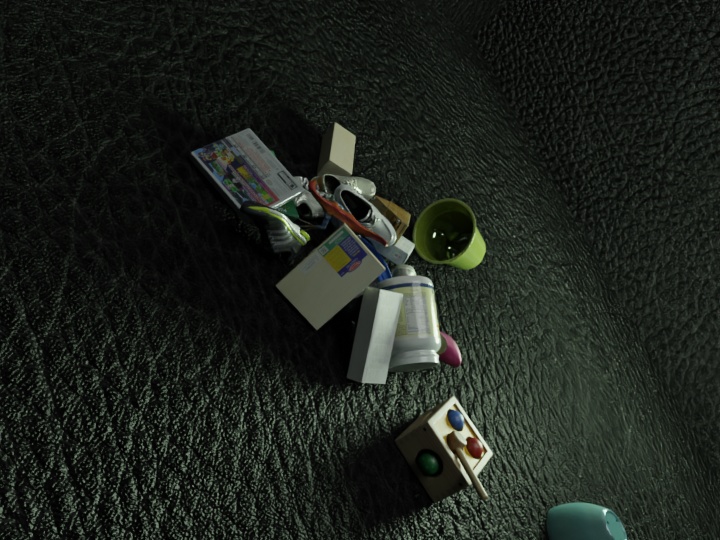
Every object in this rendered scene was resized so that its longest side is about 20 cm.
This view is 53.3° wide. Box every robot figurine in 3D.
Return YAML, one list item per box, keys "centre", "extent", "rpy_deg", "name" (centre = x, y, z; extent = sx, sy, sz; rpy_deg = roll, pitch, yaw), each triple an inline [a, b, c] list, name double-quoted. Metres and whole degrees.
- centre: [-0.040, 0.031, 1.596]
  extent: [0.200, 0.125, 0.150]
  rpy_deg: [46, 26, -12]
  name: "robot figurine"

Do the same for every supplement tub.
- centre: [0.108, 0.124, 1.657]
  extent: [0.145, 0.145, 0.201]
  rpy_deg: [12, 66, -49]
  name: "supplement tub"

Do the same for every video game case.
- centre: [-0.249, -0.213, 1.590]
  extent: [0.200, 0.023, 0.182]
  rpy_deg: [49, 47, 6]
  name: "video game case"

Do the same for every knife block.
- centre: [0.099, -0.131, 1.922]
  extent: [0.175, 0.064, 0.200]
  rpy_deg: [16, 23, -45]
  name: "knife block"

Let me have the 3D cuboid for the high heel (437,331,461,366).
- centre: [0.173, 0.168, 1.800]
  extent: [0.200, 0.067, 0.096]
  rpy_deg: [53, 19, 11]
  name: "high heel"

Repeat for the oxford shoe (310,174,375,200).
- centre: [-0.038, -0.214, 1.864]
  extent: [0.199, 0.058, 0.076]
  rpy_deg: [1, 79, -36]
  name: "oxford shoe"

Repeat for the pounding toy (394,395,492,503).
- centre: [0.194, 0.390, 1.528]
  extent: [0.184, 0.142, 0.200]
  rpy_deg: [56, 29, 6]
  name: "pounding toy"

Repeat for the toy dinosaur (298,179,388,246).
- centre: [-0.047, -0.138, 1.683]
  extent: [0.182, 0.199, 0.105]
  rpy_deg: [60, 35, -37]
  name: "toy dinosaur"

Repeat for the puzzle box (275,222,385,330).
- centre: [-0.062, 0.013, 1.516]
  extent: [0.133, 0.200, 0.025]
  rpy_deg: [48, 8, -8]
  name: "puzzle box"

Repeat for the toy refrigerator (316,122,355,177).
- centre: [-0.068, -0.318, 1.988]
  extent: [0.076, 0.070, 0.200]
  rpy_deg: [30, 35, -22]
  name: "toy refrigerator"

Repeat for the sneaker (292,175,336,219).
- centre: [-0.110, -0.158, 1.767]
  extent: [0.200, 0.075, 0.081]
  rpy_deg: [23, 59, -42]
  name: "sneaker"

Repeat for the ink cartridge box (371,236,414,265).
- centre: [0.047, -0.094, 1.913]
  extent: [0.199, 0.057, 0.163]
  rpy_deg: [30, 15, 3]
  name: "ink cartridge box"

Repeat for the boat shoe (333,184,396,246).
- centre: [0.012, -0.129, 1.762]
  extent: [0.200, 0.074, 0.065]
  rpy_deg: [40, 4, -14]
  name: "boat shoe"

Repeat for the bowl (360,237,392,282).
- centre: [0.000, 0.000, 1.772]
  extent: [0.200, 0.039, 0.201]
  rpy_deg: [35, 34, -28]
  name: "bowl"

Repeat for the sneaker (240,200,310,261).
- centre: [-0.186, -0.082, 1.525]
  extent: [0.074, 0.081, 0.200]
  rpy_deg: [22, -10, 42]
  name: "sneaker"

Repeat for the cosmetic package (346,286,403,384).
- centre: [0.030, 0.140, 1.545]
  extent: [0.082, 0.050, 0.201]
  rpy_deg: [14, 87, -50]
  name: "cosmetic package"

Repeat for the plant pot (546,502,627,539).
- centre: [0.579, 0.664, 1.787]
  extent: [0.200, 0.135, 0.201]
  rpy_deg: [34, 35, -28]
  name: "plant pot"

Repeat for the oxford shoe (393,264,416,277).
- centre: [0.121, 0.054, 1.813]
  extent: [0.200, 0.075, 0.058]
  rpy_deg: [62, 30, -58]
  name: "oxford shoe"

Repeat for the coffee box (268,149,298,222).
- centre: [-0.227, -0.201, 1.660]
  extent: [0.123, 0.044, 0.201]
  rpy_deg: [7, 53, -49]
  name: "coffee box"

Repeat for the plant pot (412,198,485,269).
- centre: [0.284, -0.087, 2.147]
  extent: [0.190, 0.200, 0.201]
  rpy_deg: [31, 34, -55]
  name: "plant pot"
